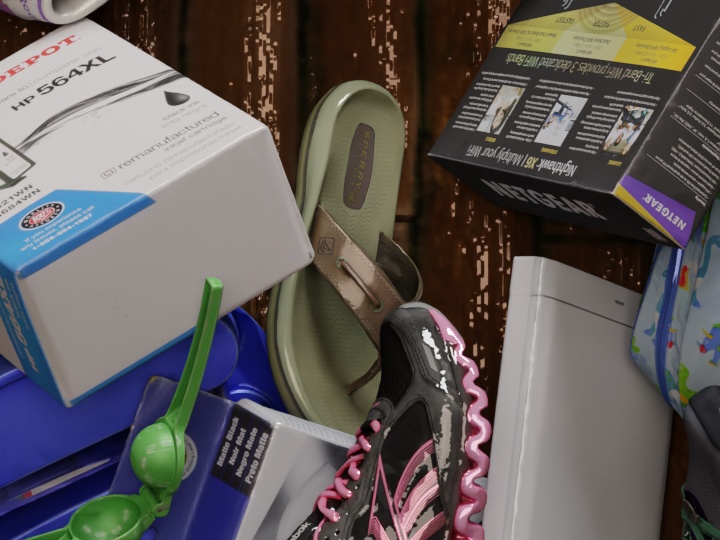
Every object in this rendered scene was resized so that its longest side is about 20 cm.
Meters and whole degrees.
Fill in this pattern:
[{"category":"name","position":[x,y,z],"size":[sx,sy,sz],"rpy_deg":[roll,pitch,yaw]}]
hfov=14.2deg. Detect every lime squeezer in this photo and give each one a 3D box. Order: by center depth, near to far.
[{"category":"lime squeezer","position":[-0.116,0.091,1.365],"size":[0.071,0.038,0.200],"rpy_deg":[42,96,-20]}]

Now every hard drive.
[{"category":"hard drive","position":[0.108,0.106,1.437],"size":[0.027,0.132,0.201],"rpy_deg":[0,78,38]}]

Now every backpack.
[{"category":"backpack","position":[0.217,-0.009,1.441],"size":[0.153,0.163,0.202],"rpy_deg":[-3,78,24]}]

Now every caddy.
[{"category":"caddy","position":[-0.128,0.089,1.461],"size":[0.199,0.105,0.142],"rpy_deg":[-24,101,-7]}]

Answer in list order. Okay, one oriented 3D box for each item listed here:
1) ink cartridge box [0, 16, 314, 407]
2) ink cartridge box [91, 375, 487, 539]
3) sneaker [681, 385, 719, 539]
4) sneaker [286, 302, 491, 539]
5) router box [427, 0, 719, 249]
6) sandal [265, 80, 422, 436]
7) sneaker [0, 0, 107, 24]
[{"category":"ink cartridge box","position":[-0.139,-0.034,1.420],"size":[0.146,0.200,0.085],"rpy_deg":[-32,124,-19]},{"category":"ink cartridge box","position":[-0.040,0.173,1.414],"size":[0.199,0.041,0.201],"rpy_deg":[18,94,-19]},{"category":"sneaker","position":[0.179,0.144,1.402],"size":[0.087,0.200,0.075],"rpy_deg":[-28,37,3]},{"category":"sneaker","position":[0.009,0.114,1.358],"size":[0.095,0.079,0.202],"rpy_deg":[2,81,-12]},{"category":"router box","position":[0.133,-0.100,1.436],"size":[0.052,0.200,0.158],"rpy_deg":[35,83,-25]},{"category":"sandal","position":[-0.001,-0.001,1.475],"size":[0.057,0.080,0.202],"rpy_deg":[-5,76,40]},{"category":"sneaker","position":[-0.126,-0.218,1.506],"size":[0.114,0.072,0.201],"rpy_deg":[26,90,49]}]
